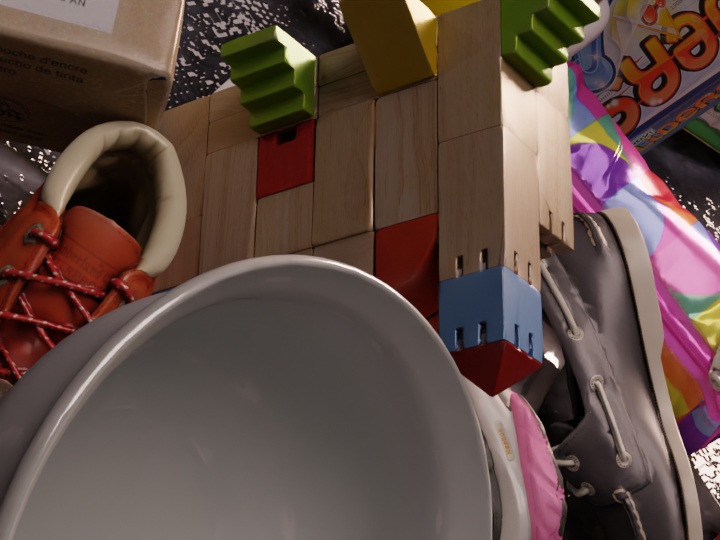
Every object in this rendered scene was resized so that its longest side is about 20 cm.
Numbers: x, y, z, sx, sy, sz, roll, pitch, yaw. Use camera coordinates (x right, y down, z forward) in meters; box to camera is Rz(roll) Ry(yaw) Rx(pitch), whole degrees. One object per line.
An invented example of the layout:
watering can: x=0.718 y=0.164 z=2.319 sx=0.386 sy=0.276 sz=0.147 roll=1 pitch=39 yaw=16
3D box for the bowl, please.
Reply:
bowl: x=-0.057 y=0.092 z=0.529 sx=0.200 sy=0.090 sz=0.203 roll=-11 pitch=105 yaw=-46

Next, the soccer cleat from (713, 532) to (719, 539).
soccer cleat: x=0.202 y=0.151 z=0.796 sx=0.068 sy=0.085 sz=0.201 roll=39 pitch=35 yaw=-11

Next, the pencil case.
pencil case: x=0.133 y=-0.005 z=0.869 sx=0.200 sy=0.088 sz=0.088 roll=51 pitch=38 yaw=8

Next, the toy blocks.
toy blocks: x=-0.003 y=-0.006 z=0.627 sx=0.100 sy=0.199 sz=0.138 roll=32 pitch=51 yaw=-48

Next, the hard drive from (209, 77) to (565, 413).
hard drive: x=0.000 y=0.000 z=0.784 sx=0.200 sy=0.025 sz=0.132 roll=45 pitch=38 yaw=-5

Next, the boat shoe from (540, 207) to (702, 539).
boat shoe: x=0.103 y=0.074 z=0.781 sx=0.062 sy=0.073 sz=0.202 roll=-6 pitch=79 yaw=-12

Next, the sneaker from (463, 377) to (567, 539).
sneaker: x=0.005 y=0.034 z=0.684 sx=0.086 sy=0.081 sz=0.201 roll=-12 pitch=55 yaw=-19

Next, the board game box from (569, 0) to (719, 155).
board game box: x=0.158 y=-0.149 z=0.925 sx=0.034 sy=0.199 sz=0.136 roll=12 pitch=46 yaw=-61

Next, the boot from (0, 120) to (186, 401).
boot: x=-0.116 y=0.031 z=0.577 sx=0.075 sy=0.107 sz=0.201 roll=33 pitch=41 yaw=-12

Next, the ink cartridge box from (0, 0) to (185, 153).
ink cartridge box: x=-0.155 y=-0.143 z=0.644 sx=0.198 sy=0.075 sz=0.166 roll=13 pitch=63 yaw=-11

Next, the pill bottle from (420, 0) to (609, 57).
pill bottle: x=0.033 y=-0.184 z=0.872 sx=0.201 sy=0.109 sz=0.109 roll=60 pitch=37 yaw=-9

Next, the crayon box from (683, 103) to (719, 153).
crayon box: x=0.197 y=-0.160 z=1.066 sx=0.199 sy=0.058 sz=0.174 roll=25 pitch=43 yaw=-42
